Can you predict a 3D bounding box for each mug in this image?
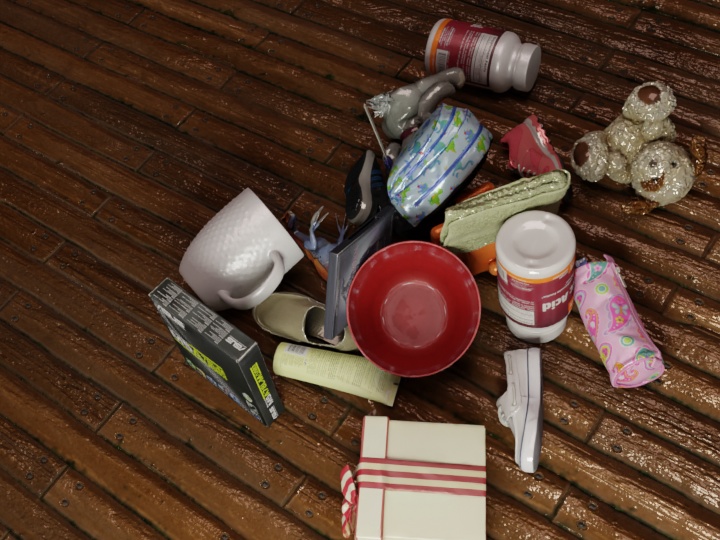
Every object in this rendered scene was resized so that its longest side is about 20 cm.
[{"bbox_3d":[-0.193,-0.012,1.521,0.175,0.148,0.200,-41,41,-4],"label":"mug"}]

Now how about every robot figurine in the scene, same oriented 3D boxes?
[{"bbox_3d":[0.214,-0.063,1.506,0.198,0.118,0.144,-21,25,-3],"label":"robot figurine"}]

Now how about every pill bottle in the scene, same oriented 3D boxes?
[{"bbox_3d":[0.260,0.016,1.384,0.113,0.201,0.115,-5,54,8],"label":"pill bottle"},{"bbox_3d":[0.230,-0.397,1.748,0.198,0.113,0.113,18,60,22],"label":"pill bottle"}]

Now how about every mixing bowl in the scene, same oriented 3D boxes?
[{"bbox_3d":[0.081,0.062,1.424,0.198,0.108,0.202,0,83,4],"label":"mixing bowl"}]

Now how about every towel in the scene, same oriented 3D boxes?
[{"bbox_3d":[0.209,-0.081,1.379,0.198,0.149,0.037,-20,70,-6],"label":"towel"}]

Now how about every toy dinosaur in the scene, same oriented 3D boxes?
[{"bbox_3d":[-0.074,-0.034,1.564,0.180,0.105,0.201,7,65,39],"label":"toy dinosaur"}]

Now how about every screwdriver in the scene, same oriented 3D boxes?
[{"bbox_3d":[0.038,-0.206,1.595,0.028,0.201,0.029,-33,37,-7],"label":"screwdriver"}]

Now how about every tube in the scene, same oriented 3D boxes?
[{"bbox_3d":[-0.036,0.156,1.441,0.198,0.052,0.059,10,98,14],"label":"tube"}]

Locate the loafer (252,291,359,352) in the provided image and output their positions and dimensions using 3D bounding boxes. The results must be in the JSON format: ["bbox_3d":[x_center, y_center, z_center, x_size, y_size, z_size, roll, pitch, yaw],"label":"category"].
[{"bbox_3d":[-0.086,0.077,1.479,0.198,0.068,0.076,12,85,18],"label":"loafer"}]

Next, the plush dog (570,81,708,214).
[{"bbox_3d":[0.474,-0.182,1.548,0.200,0.160,0.172,-42,68,15],"label":"plush dog"}]

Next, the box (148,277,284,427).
[{"bbox_3d":[-0.213,0.125,1.404,0.199,0.194,0.048,33,67,28],"label":"box"}]

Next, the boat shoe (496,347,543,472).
[{"bbox_3d":[0.228,0.200,1.345,0.065,0.074,0.201,-2,44,15],"label":"boat shoe"}]

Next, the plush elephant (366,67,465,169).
[{"bbox_3d":[0.107,-0.249,1.652,0.164,0.156,0.199,-24,1,43],"label":"plush elephant"}]

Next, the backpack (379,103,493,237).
[{"bbox_3d":[0.124,-0.171,1.520,0.199,0.154,0.163,-29,13,26],"label":"backpack"}]

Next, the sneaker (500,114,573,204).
[{"bbox_3d":[0.301,-0.177,1.612,0.086,0.074,0.201,-25,48,9],"label":"sneaker"}]

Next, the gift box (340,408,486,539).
[{"bbox_3d":[0.067,0.295,1.239,0.185,0.185,0.201,2,50,2],"label":"gift box"}]

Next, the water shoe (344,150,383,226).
[{"bbox_3d":[0.018,-0.132,1.634,0.079,0.072,0.201,31,35,-19],"label":"water shoe"}]

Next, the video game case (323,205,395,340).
[{"bbox_3d":[0.000,0.000,1.433,0.019,0.144,0.200,16,30,20],"label":"video game case"}]

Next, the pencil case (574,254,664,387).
[{"bbox_3d":[0.377,0.075,1.390,0.087,0.088,0.201,-15,53,0],"label":"pencil case"}]
